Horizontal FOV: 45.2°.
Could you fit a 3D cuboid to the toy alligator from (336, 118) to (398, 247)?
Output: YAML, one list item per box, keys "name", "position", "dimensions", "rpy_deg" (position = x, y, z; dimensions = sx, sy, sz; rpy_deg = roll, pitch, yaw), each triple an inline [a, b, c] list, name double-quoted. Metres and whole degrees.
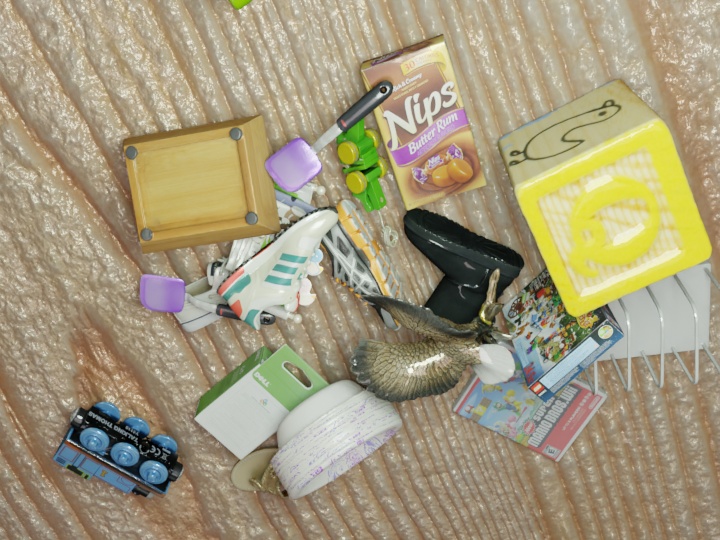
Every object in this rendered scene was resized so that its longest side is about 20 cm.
- name: "toy alligator"
  position: [0.003, -0.124, 1.182]
  dimensions: [0.054, 0.059, 0.203]
  rpy_deg: [7, 123, 43]

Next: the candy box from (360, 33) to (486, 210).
- name: "candy box"
  position: [0.085, -0.194, 1.145]
  dimensions: [0.115, 0.057, 0.203]
  rpy_deg: [-17, 112, 10]

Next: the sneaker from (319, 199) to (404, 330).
- name: "sneaker"
  position: [0.000, 0.000, 1.229]
  dimensions: [0.076, 0.078, 0.202]
  rpy_deg: [-26, 102, 15]

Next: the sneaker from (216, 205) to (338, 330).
- name: "sneaker"
  position: [-0.094, -0.001, 1.154]
  dimensions: [0.199, 0.070, 0.094]
  rpy_deg: [-37, 94, 8]

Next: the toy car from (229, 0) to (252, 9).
- name: "toy car"
  position: [-0.138, -0.439, 0.997]
  dimensions: [0.163, 0.158, 0.201]
  rpy_deg: [-34, 98, 3]

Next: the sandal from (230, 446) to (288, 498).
- name: "sandal"
  position: [-0.116, 0.327, 1.381]
  dimensions: [0.208, 0.070, 0.079]
  rpy_deg: [-14, 114, 8]

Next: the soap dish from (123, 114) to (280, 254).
- name: "soap dish"
  position: [-0.216, -0.114, 1.152]
  dimensions: [0.196, 0.081, 0.160]
  rpy_deg: [-8, 94, 6]

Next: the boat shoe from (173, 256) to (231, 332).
- name: "boat shoe"
  position: [-0.192, 0.016, 1.245]
  dimensions: [0.198, 0.071, 0.070]
  rpy_deg: [-26, 115, 20]

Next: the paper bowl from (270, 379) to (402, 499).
- name: "paper bowl"
  position: [-0.044, 0.240, 1.281]
  dimensions: [0.200, 0.200, 0.105]
  rpy_deg: [-40, 74, 17]

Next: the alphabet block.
- name: "alphabet block"
  position: [0.303, -0.096, 1.104]
  dimensions: [0.193, 0.201, 0.198]
  rpy_deg: [-27, 111, 13]

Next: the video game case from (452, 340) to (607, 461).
- name: "video game case"
  position: [0.262, 0.203, 1.342]
  dimensions: [0.198, 0.018, 0.144]
  rpy_deg: [26, 113, -10]

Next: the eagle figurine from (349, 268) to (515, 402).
- name: "eagle figurine"
  position: [0.096, 0.092, 1.159]
  dimensions: [0.197, 0.150, 0.154]
  rpy_deg: [-10, 87, -29]

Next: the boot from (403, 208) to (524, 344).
- name: "boot"
  position: [0.123, 0.019, 1.237]
  dimensions: [0.196, 0.074, 0.164]
  rpy_deg: [24, 119, -7]

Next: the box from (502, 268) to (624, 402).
- name: "box"
  position: [0.269, 0.069, 1.180]
  dimensions: [0.038, 0.201, 0.137]
  rpy_deg: [37, 111, -19]

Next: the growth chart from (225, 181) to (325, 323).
- name: "growth chart"
  position: [-0.116, -0.038, 1.194]
  dimensions: [0.142, 0.018, 0.204]
  rpy_deg: [13, 93, 8]

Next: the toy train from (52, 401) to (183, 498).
- name: "toy train"
  position: [-0.380, 0.290, 1.368]
  dimensions: [0.199, 0.087, 0.114]
  rpy_deg: [34, 121, -15]

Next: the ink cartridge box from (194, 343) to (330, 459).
- name: "ink cartridge box"
  position: [-0.148, 0.188, 1.324]
  dimensions: [0.199, 0.060, 0.104]
  rpy_deg: [-40, 108, 17]

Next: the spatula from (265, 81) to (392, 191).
- name: "spatula"
  position: [-0.036, -0.176, 1.115]
  dimensions: [0.199, 0.021, 0.057]
  rpy_deg: [-37, 94, 21]

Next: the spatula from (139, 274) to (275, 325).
- name: "spatula"
  position: [-0.215, 0.049, 1.217]
  dimensions: [0.197, 0.021, 0.057]
  rpy_deg: [14, 115, 6]

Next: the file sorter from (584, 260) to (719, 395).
- name: "file sorter"
  position: [0.412, 0.086, 1.226]
  dimensions: [0.196, 0.125, 0.141]
  rpy_deg: [-7, 115, 4]
